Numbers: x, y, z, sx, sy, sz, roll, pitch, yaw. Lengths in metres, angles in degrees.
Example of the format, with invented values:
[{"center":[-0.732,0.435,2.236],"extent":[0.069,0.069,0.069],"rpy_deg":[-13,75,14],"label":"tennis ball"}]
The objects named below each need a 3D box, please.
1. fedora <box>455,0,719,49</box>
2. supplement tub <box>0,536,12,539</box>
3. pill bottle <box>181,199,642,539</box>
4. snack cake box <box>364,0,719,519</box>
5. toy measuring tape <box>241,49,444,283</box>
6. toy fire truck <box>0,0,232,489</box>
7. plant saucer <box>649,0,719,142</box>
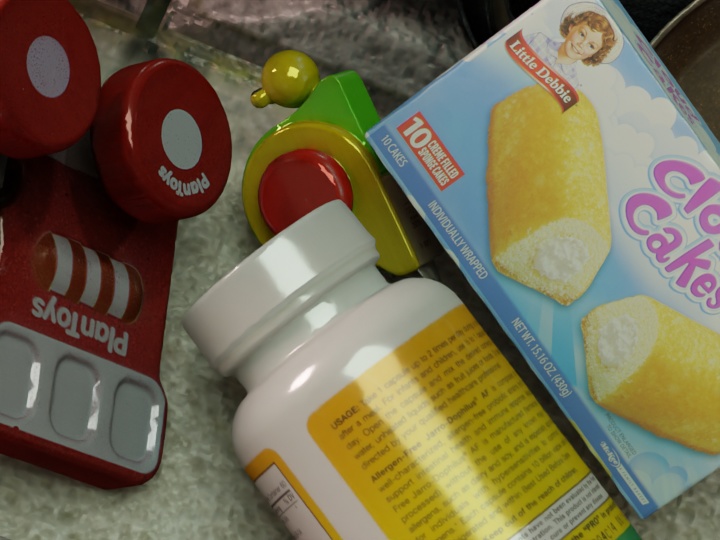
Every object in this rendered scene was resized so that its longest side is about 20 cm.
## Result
[{"center":[0.145,-0.148,1.217],"extent":[0.200,0.092,0.201],"rpy_deg":[4,67,-9],"label":"fedora"},{"center":[-0.086,0.183,1.017],"extent":[0.199,0.123,0.123],"rpy_deg":[18,65,-1],"label":"supplement tub"},{"center":[0.019,0.075,1.075],"extent":[0.113,0.113,0.200],"rpy_deg":[-36,85,-22],"label":"pill bottle"},{"center":[0.109,-0.013,1.118],"extent":[0.115,0.067,0.200],"rpy_deg":[-36,90,13],"label":"snack cake box"},{"center":[0.000,0.000,1.153],"extent":[0.073,0.074,0.201],"rpy_deg":[-26,91,-19],"label":"toy measuring tape"},{"center":[-0.144,-0.011,1.064],"extent":[0.200,0.112,0.169],"rpy_deg":[25,62,-49],"label":"toy fire truck"},{"center":[0.200,-0.038,1.175],"extent":[0.200,0.037,0.201],"rpy_deg":[-1,97,-5],"label":"plant saucer"}]
